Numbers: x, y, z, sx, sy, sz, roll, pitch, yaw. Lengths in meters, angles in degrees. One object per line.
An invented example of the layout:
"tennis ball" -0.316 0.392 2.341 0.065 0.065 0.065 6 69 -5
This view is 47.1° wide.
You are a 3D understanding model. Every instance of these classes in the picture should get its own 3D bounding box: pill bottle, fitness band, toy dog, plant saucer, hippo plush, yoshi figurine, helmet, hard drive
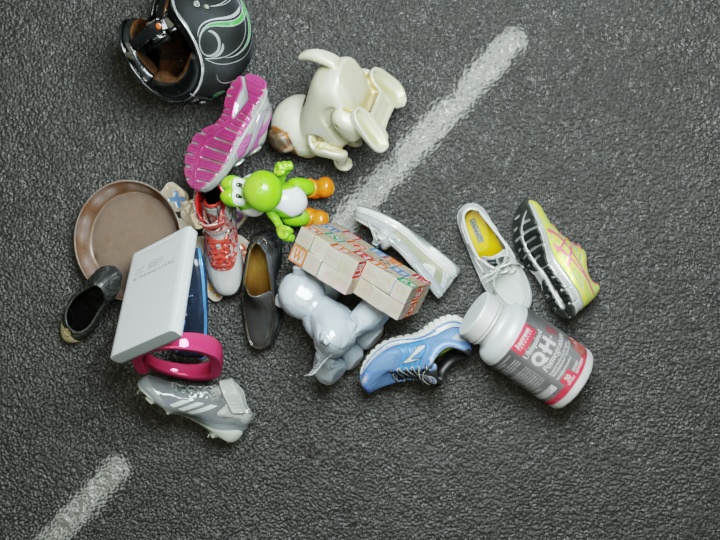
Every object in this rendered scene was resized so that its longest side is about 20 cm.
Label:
"pill bottle" 0.259 0.122 1.313 0.199 0.111 0.111 33 96 -6
"fitness band" -0.295 0.142 1.338 0.142 0.200 0.038 5 67 -7
"toy dog" -0.060 -0.241 1.302 0.193 0.199 0.141 32 57 -33
"plant saucer" -0.390 -0.051 1.403 0.198 0.034 0.202 0 91 11
"hippo plush" -0.070 0.082 1.340 0.161 0.199 0.160 42 129 20
"yoshi figurine" -0.122 -0.113 1.296 0.112 0.199 0.113 -47 57 33
"helmet" -0.261 -0.371 1.301 0.198 0.191 0.202 14 126 19
"hard drive" -0.319 0.036 1.286 0.131 0.201 0.027 -23 136 26

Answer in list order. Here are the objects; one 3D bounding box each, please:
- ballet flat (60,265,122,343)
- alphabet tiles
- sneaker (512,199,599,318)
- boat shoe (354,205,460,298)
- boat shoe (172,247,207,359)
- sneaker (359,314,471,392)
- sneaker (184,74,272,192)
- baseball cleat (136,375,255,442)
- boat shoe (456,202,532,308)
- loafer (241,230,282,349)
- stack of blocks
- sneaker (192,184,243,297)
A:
"ballet flat" -0.463 0.059 1.387 0.066 0.057 0.200 44 125 1
"alphabet tiles" -0.286 -0.049 1.413 0.195 0.015 0.200 39 96 2
"sneaker" 0.317 -0.026 1.336 0.090 0.078 0.201 -22 83 -24
"boat shoe" 0.068 -0.036 1.352 0.201 0.074 0.065 35 92 -5
"boat shoe" -0.286 0.060 1.362 0.068 0.084 0.202 0 110 -9
"sneaker" 0.090 0.150 1.343 0.199 0.079 0.090 -28 51 7
"sneaker" -0.196 -0.202 1.294 0.081 0.088 0.201 31 82 27
"baseball cleat" -0.270 0.209 1.388 0.199 0.070 0.107 34 99 -23
"boat shoe" 0.218 -0.016 1.330 0.074 0.086 0.203 -25 93 8
"loafer" -0.171 0.037 1.373 0.072 0.072 0.202 2 99 11
"stack of blocks" 0.000 0.000 1.303 0.199 0.115 0.059 32 109 20
"sneaker" -0.235 -0.054 1.345 0.067 0.108 0.204 0 94 6
